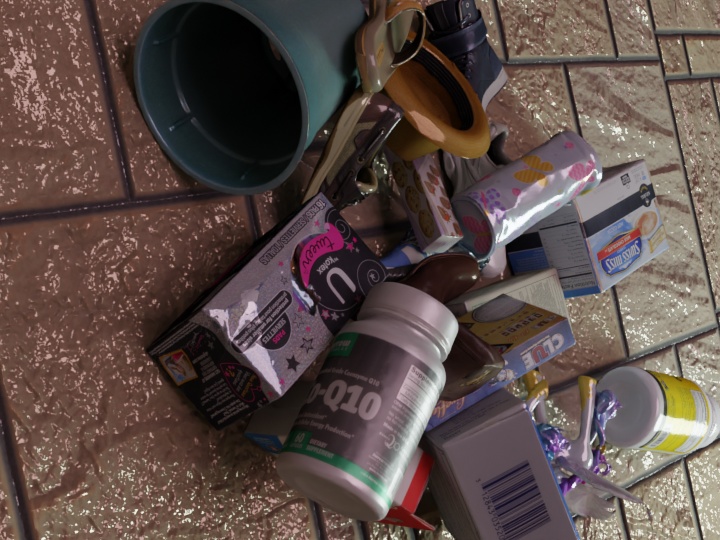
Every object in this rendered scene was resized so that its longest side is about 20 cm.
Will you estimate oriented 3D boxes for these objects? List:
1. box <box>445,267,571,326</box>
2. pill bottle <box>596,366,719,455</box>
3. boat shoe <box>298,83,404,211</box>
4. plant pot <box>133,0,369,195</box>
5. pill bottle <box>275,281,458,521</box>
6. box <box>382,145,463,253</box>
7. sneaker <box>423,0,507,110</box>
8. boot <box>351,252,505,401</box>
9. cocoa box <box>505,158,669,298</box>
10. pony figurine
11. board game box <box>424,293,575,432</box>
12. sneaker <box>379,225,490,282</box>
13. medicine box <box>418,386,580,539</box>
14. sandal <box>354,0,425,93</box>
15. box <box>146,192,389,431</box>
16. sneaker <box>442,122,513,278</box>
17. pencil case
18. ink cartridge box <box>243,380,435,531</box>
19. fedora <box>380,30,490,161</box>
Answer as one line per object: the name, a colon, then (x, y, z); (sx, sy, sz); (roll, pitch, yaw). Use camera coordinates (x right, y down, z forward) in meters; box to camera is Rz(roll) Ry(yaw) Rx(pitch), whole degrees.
box: (0.172, 0.065, 1.442); (0.199, 0.077, 0.096); (-15, 92, -46)
pill bottle: (0.426, 0.203, 1.642); (0.199, 0.112, 0.113); (14, 71, -43)
boat shoe: (-0.013, -0.099, 1.221); (0.064, 0.201, 0.073); (29, 35, 7)
plant pot: (-0.093, -0.209, 1.172); (0.201, 0.199, 0.196); (62, 38, -15)
pill bottle: (0.011, 0.119, 1.074); (0.113, 0.113, 0.201); (42, 62, -30)
box: (0.063, -0.116, 1.355); (0.039, 0.041, 0.201); (2, 61, -44)
sneaker: (0.112, -0.255, 1.444); (0.147, 0.076, 0.203); (65, 35, -28)
boot: (0.104, 0.059, 1.228); (0.185, 0.200, 0.065); (-20, 123, -26)
cocoa box: (0.303, -0.052, 1.559); (0.199, 0.133, 0.132); (-26, 100, -44)
pony figurine: (0.268, 0.239, 1.471); (0.192, 0.167, 0.201); (18, 68, -6)
board game box: (0.116, 0.096, 1.266); (0.199, 0.135, 0.035); (-27, 110, -18)
sneaker: (0.063, -0.010, 1.368); (0.199, 0.076, 0.077); (-14, 63, -43)
medicine box: (0.133, 0.218, 1.268); (0.102, 0.200, 0.183); (-26, 105, -9)
sandal: (0.038, -0.250, 1.194); (0.201, 0.054, 0.081); (-72, 151, -48)
box: (-0.087, 0.040, 1.136); (0.115, 0.132, 0.200); (48, 50, -8)
sneaker: (0.162, -0.093, 1.452); (0.078, 0.099, 0.202); (-6, 85, -48)
pencil case: (0.195, -0.091, 1.376); (0.199, 0.091, 0.083); (-30, 64, -28)
ink cartridge box: (-0.008, 0.193, 1.201); (0.200, 0.116, 0.068); (41, 62, -31)
fedora: (0.060, -0.187, 1.307); (0.200, 0.082, 0.201); (31, 34, -24)
